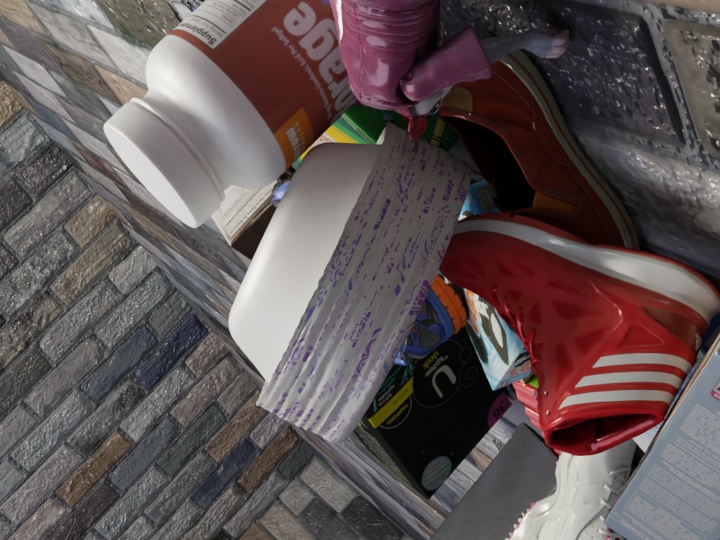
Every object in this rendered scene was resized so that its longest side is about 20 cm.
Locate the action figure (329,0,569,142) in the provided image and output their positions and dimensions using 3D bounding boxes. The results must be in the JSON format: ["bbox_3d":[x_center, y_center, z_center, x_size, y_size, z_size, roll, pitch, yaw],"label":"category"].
[{"bbox_3d":[0.018,-0.138,0.529,0.133,0.149,0.202,30,147,30],"label":"action figure"}]

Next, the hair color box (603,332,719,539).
[{"bbox_3d":[0.203,0.078,0.561,0.060,0.099,0.201,32,148,17],"label":"hair color box"}]

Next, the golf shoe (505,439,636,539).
[{"bbox_3d":[0.203,0.203,0.891,0.075,0.202,0.092,3,-149,-41],"label":"golf shoe"}]

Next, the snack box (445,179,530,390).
[{"bbox_3d":[0.110,0.016,0.816,0.200,0.037,0.118,92,157,-72],"label":"snack box"}]

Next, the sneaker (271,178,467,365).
[{"bbox_3d":[0.000,0.000,0.855,0.200,0.079,0.075,42,165,-6],"label":"sneaker"}]

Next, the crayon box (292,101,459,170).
[{"bbox_3d":[0.001,-0.102,0.840,0.119,0.058,0.200,44,166,2],"label":"crayon box"}]

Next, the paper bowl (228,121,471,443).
[{"bbox_3d":[-0.015,0.000,0.671,0.103,0.203,0.201,26,167,-4],"label":"paper bowl"}]

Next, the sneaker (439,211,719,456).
[{"bbox_3d":[0.104,0.038,0.619,0.199,0.117,0.078,12,160,49],"label":"sneaker"}]

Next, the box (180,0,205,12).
[{"bbox_3d":[-0.162,-0.298,0.787,0.200,0.048,0.193,46,169,-6],"label":"box"}]

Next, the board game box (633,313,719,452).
[{"bbox_3d":[0.247,0.104,0.735,0.200,0.043,0.199,48,165,-10],"label":"board game box"}]

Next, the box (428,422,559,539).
[{"bbox_3d":[0.189,0.302,1.048,0.199,0.199,0.123,38,-178,-23],"label":"box"}]

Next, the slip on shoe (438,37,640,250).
[{"bbox_3d":[0.113,-0.051,0.654,0.201,0.061,0.074,51,163,-28],"label":"slip on shoe"}]

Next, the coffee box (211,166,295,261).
[{"bbox_3d":[-0.108,-0.086,1.032,0.113,0.080,0.201,37,-168,-49],"label":"coffee box"}]

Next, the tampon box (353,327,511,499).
[{"bbox_3d":[0.049,0.120,1.148,0.126,0.150,0.201,29,160,49],"label":"tampon box"}]

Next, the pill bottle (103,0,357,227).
[{"bbox_3d":[-0.062,-0.126,0.657,0.112,0.200,0.112,41,167,12],"label":"pill bottle"}]

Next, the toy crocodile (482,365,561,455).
[{"bbox_3d":[0.184,0.131,0.966,0.201,0.062,0.067,53,164,-30],"label":"toy crocodile"}]
